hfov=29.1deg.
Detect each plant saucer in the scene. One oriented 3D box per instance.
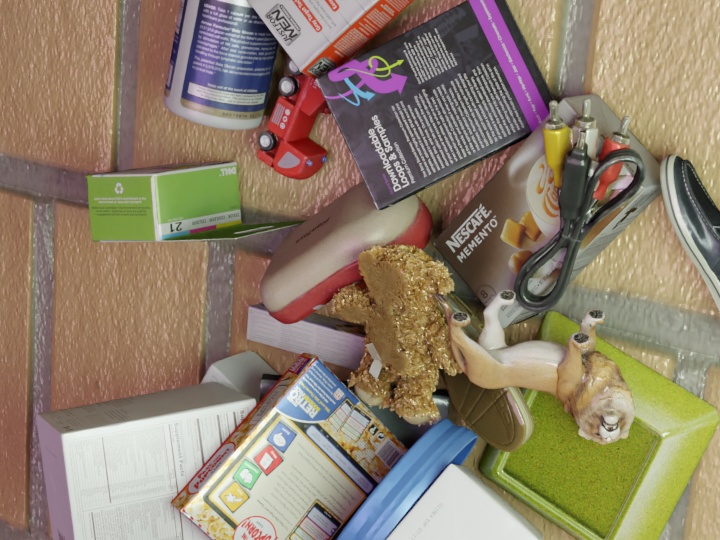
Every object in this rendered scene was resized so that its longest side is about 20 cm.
[{"bbox_3d":[0.218,0.174,1.353,0.199,0.048,0.201,32,115,24],"label":"plant saucer"}]

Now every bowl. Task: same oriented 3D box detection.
[{"bbox_3d":[0.038,0.227,1.355,0.039,0.200,0.201,40,119,12],"label":"bowl"}]

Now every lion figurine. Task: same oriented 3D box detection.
[{"bbox_3d":[0.159,0.088,1.277,0.199,0.073,0.123,16,133,17],"label":"lion figurine"}]

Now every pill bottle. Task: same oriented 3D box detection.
[{"bbox_3d":[-0.137,-0.259,1.464,0.111,0.111,0.201,25,112,27],"label":"pill bottle"}]

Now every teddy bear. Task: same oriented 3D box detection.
[{"bbox_3d":[0.041,0.060,1.344,0.144,0.067,0.201,7,117,40],"label":"teddy bear"}]

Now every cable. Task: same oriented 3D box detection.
[{"bbox_3d":[0.197,-0.052,1.243,0.096,0.050,0.201,14,121,10],"label":"cable"}]

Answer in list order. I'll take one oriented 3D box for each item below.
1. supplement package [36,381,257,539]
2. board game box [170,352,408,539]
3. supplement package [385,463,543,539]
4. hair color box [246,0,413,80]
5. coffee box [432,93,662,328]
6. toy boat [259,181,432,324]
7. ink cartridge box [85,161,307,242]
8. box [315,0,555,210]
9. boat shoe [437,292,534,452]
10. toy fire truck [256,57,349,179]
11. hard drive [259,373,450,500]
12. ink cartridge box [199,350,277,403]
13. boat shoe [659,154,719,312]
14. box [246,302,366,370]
[{"bbox_3d":[-0.214,0.211,1.425,0.152,0.199,0.152,-174,76,-68],"label":"supplement package"},{"bbox_3d":[-0.065,0.207,1.376,0.152,0.200,0.046,46,166,-16],"label":"board game box"},{"bbox_3d":[0.101,0.263,1.335,0.109,0.200,0.114,40,89,12],"label":"supplement package"},{"bbox_3d":[-0.003,-0.291,1.361,0.200,0.061,0.102,-40,74,12],"label":"hair color box"},{"bbox_3d":[0.179,-0.055,1.313,0.115,0.080,0.200,51,122,14],"label":"coffee box"},{"bbox_3d":[0.000,0.000,1.437,0.199,0.131,0.131,-33,111,34],"label":"toy boat"},{"bbox_3d":[-0.173,-0.076,1.503,0.199,0.147,0.076,0,98,33],"label":"ink cartridge box"},{"bbox_3d":[0.075,-0.165,1.336,0.199,0.036,0.144,-26,85,5],"label":"box"},{"bbox_3d":[0.116,0.090,1.374,0.201,0.066,0.074,56,130,27],"label":"boat shoe"},{"bbox_3d":[-0.018,-0.169,1.440,0.141,0.049,0.201,35,117,22],"label":"toy fire truck"},{"bbox_3d":[-0.010,0.186,1.459,0.198,0.033,0.141,5,104,0],"label":"hard drive"},{"bbox_3d":[-0.139,0.218,1.577,0.145,0.083,0.201,40,117,20],"label":"ink cartridge box"},{"bbox_3d":[0.328,-0.018,1.229,0.062,0.075,0.201,-30,88,29],"label":"boat shoe"},{"bbox_3d":[-0.034,0.075,1.506,0.199,0.039,0.042,12,105,31],"label":"box"}]
